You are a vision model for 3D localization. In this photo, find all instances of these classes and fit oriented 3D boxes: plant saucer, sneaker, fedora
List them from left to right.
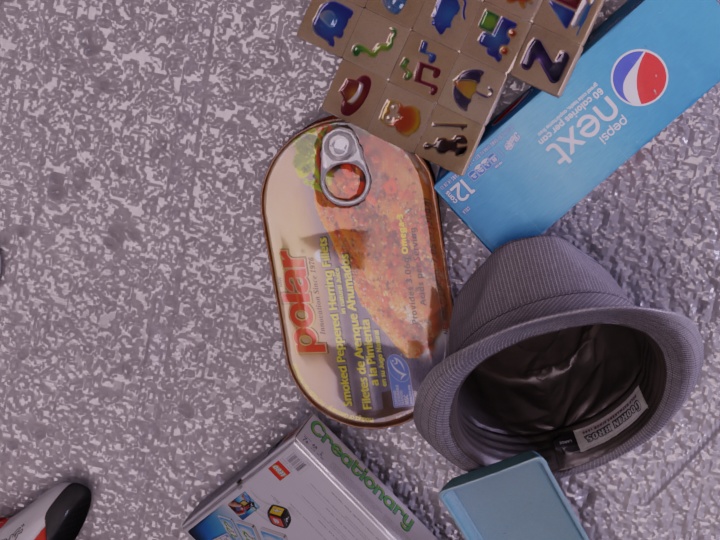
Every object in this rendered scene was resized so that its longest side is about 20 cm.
[{"bbox_3d":[-0.274,0.198,1.330,0.108,0.067,0.202,37,93,13],"label":"sneaker"},{"bbox_3d":[0.112,0.044,1.213,0.176,0.091,0.200,-16,145,4],"label":"fedora"},{"bbox_3d":[0.119,0.189,1.273,0.070,0.019,0.200,-21,125,14],"label":"plant saucer"}]

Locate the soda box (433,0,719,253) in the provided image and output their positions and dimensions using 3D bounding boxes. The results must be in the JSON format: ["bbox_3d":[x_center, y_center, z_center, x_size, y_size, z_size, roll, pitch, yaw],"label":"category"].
[{"bbox_3d":[0.140,-0.096,1.218,0.200,0.064,0.068,-41,96,14],"label":"soda box"}]

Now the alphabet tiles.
[{"bbox_3d":[0.059,-0.167,1.200,0.167,0.008,0.201,26,97,16],"label":"alphabet tiles"}]

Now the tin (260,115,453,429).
[{"bbox_3d":[0.000,0.000,1.270,0.112,0.042,0.201,-8,103,3],"label":"tin"}]

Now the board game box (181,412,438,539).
[{"bbox_3d":[-0.005,0.199,1.298,0.200,0.035,0.126,46,126,-6],"label":"board game box"}]
